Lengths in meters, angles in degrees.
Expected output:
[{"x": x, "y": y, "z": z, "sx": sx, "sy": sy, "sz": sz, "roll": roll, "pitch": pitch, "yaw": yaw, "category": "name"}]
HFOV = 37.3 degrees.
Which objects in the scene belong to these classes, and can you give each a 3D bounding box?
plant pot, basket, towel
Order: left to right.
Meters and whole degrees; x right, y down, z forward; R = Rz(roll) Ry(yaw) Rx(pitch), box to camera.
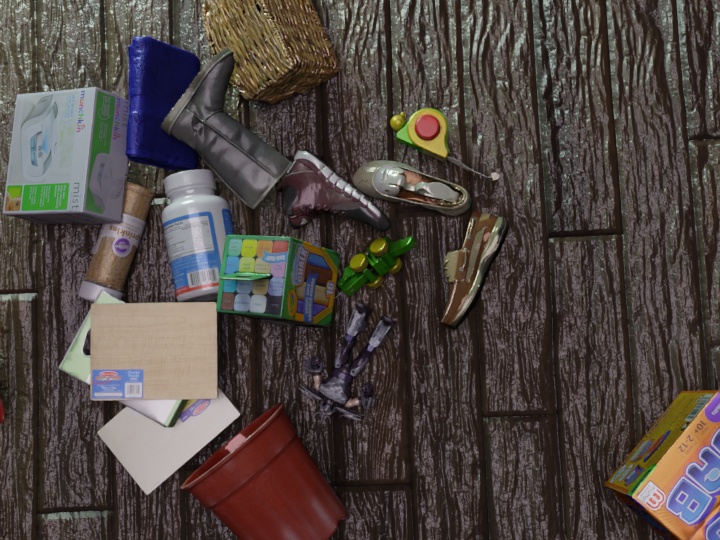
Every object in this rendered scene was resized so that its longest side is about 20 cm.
[{"x": -0.323, "y": -0.266, "z": 1.728, "sx": 0.049, "sy": 0.147, "sz": 0.201, "roll": -2, "pitch": 82, "yaw": 34, "category": "towel"}, {"x": -0.154, "y": -0.381, "z": 1.763, "sx": 0.142, "sy": 0.149, "sz": 0.201, "roll": -30, "pitch": 82, "yaw": 32, "category": "basket"}, {"x": -0.136, "y": 0.341, "z": 1.626, "sx": 0.201, "sy": 0.201, "sz": 0.196, "roll": -38, "pitch": 92, "yaw": -2, "category": "plant pot"}]

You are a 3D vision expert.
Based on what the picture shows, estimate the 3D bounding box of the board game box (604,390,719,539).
[{"x": 0.519, "y": 0.318, "z": 1.586, "sx": 0.200, "sy": 0.200, "sz": 0.200, "roll": 41, "pitch": 86, "yaw": 5, "category": "board game box"}]

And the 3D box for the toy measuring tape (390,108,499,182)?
[{"x": 0.144, "y": -0.212, "z": 1.729, "sx": 0.199, "sy": 0.074, "sz": 0.074, "roll": 24, "pitch": 85, "yaw": 5, "category": "toy measuring tape"}]

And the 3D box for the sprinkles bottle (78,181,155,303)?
[{"x": -0.395, "y": -0.042, "z": 1.732, "sx": 0.068, "sy": 0.068, "sz": 0.201, "roll": 17, "pitch": 84, "yaw": 4, "category": "sprinkles bottle"}]

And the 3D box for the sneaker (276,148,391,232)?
[{"x": -0.053, "y": -0.097, "z": 1.728, "sx": 0.200, "sy": 0.076, "sz": 0.116, "roll": 39, "pitch": 92, "yaw": 16, "category": "sneaker"}]

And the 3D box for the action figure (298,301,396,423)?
[{"x": -0.022, "y": 0.153, "z": 1.696, "sx": 0.130, "sy": 0.069, "sz": 0.201, "roll": 27, "pitch": 88, "yaw": 0, "category": "action figure"}]

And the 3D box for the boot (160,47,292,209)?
[{"x": -0.191, "y": -0.225, "z": 1.688, "sx": 0.200, "sy": 0.073, "sz": 0.182, "roll": 37, "pitch": 97, "yaw": 1, "category": "boot"}]

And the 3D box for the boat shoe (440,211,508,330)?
[{"x": 0.169, "y": -0.003, "z": 1.707, "sx": 0.074, "sy": 0.076, "sz": 0.201, "roll": 24, "pitch": 77, "yaw": 10, "category": "boat shoe"}]

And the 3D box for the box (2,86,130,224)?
[{"x": -0.465, "y": -0.179, "z": 1.707, "sx": 0.176, "sy": 0.097, "sz": 0.201, "roll": 2, "pitch": 82, "yaw": 30, "category": "box"}]

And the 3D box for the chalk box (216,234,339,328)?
[{"x": -0.136, "y": 0.014, "z": 1.634, "sx": 0.124, "sy": 0.200, "sz": 0.125, "roll": 4, "pitch": 83, "yaw": 27, "category": "chalk box"}]

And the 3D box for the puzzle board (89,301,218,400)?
[{"x": -0.322, "y": 0.126, "z": 1.666, "sx": 0.199, "sy": 0.017, "sz": 0.152, "roll": -1, "pitch": 85, "yaw": 0, "category": "puzzle board"}]

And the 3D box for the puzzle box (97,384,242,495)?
[{"x": -0.306, "y": 0.246, "z": 1.717, "sx": 0.200, "sy": 0.025, "sz": 0.133, "roll": -40, "pitch": 83, "yaw": -2, "category": "puzzle box"}]

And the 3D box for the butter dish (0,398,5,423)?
[{"x": -0.671, "y": 0.145, "z": 1.691, "sx": 0.199, "sy": 0.148, "sz": 0.200, "roll": -7, "pitch": 124, "yaw": 0, "category": "butter dish"}]

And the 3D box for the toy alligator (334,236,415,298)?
[{"x": 0.000, "y": 0.000, "z": 1.723, "sx": 0.200, "sy": 0.059, "sz": 0.054, "roll": -38, "pitch": 39, "yaw": 5, "category": "toy alligator"}]

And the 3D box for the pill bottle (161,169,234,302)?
[{"x": -0.256, "y": -0.054, "z": 1.706, "sx": 0.112, "sy": 0.112, "sz": 0.201, "roll": -11, "pitch": 83, "yaw": 1, "category": "pill bottle"}]

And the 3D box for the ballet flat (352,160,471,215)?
[{"x": 0.084, "y": -0.140, "z": 1.725, "sx": 0.199, "sy": 0.062, "sz": 0.068, "roll": 13, "pitch": 84, "yaw": 4, "category": "ballet flat"}]

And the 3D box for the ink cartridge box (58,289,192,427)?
[{"x": -0.354, "y": 0.140, "z": 1.694, "sx": 0.199, "sy": 0.048, "sz": 0.146, "roll": 27, "pitch": 85, "yaw": 5, "category": "ink cartridge box"}]
